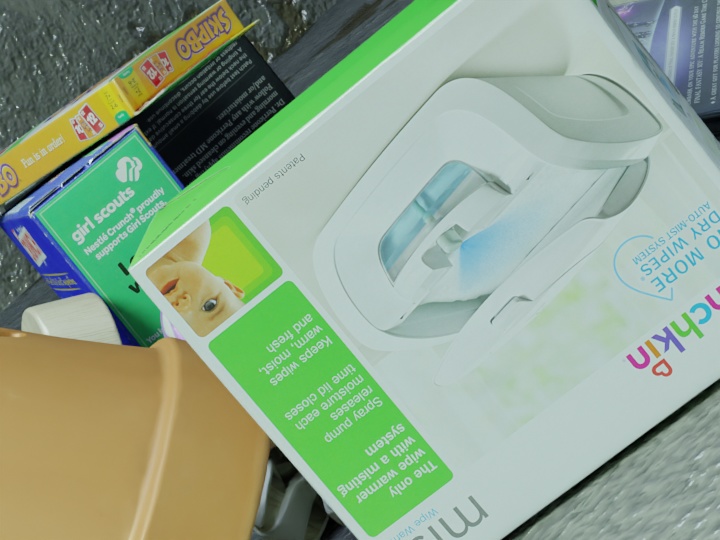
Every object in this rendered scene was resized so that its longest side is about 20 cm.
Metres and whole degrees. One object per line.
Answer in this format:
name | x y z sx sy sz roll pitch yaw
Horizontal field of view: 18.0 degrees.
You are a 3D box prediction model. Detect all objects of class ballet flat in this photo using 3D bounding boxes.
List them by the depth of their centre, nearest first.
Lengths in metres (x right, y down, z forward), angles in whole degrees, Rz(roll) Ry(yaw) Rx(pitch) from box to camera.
ballet flat | -0.011 0.090 1.044 0.199 0.068 0.073 -28 34 37

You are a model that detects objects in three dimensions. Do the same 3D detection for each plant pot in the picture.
plant pot | -0.137 0.108 0.928 0.200 0.139 0.201 -159 90 -77

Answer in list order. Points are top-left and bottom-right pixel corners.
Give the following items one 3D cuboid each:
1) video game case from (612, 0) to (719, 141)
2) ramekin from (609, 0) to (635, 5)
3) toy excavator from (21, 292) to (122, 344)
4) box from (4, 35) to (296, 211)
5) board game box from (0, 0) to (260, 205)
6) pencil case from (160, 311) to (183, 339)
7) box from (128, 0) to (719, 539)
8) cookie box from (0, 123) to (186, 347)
video game case | 0.146 -0.096 1.081 0.198 0.019 0.143 -11 28 17
ramekin | 0.196 -0.205 1.389 0.200 0.105 0.200 -39 10 8
toy excavator | -0.151 0.100 1.172 0.099 0.196 0.200 -14 12 -23
box | -0.090 -0.019 1.397 0.124 0.197 0.200 -42 10 -25
board game box | -0.139 -0.082 1.196 0.199 0.030 0.096 -23 15 46
pencil case | 0.000 0.000 1.043 0.199 0.086 0.084 -24 26 36
box | 0.044 -0.006 0.883 0.200 0.177 0.097 -37 10 12
cookie box | -0.096 0.026 1.201 0.075 0.200 0.171 -41 10 -11
